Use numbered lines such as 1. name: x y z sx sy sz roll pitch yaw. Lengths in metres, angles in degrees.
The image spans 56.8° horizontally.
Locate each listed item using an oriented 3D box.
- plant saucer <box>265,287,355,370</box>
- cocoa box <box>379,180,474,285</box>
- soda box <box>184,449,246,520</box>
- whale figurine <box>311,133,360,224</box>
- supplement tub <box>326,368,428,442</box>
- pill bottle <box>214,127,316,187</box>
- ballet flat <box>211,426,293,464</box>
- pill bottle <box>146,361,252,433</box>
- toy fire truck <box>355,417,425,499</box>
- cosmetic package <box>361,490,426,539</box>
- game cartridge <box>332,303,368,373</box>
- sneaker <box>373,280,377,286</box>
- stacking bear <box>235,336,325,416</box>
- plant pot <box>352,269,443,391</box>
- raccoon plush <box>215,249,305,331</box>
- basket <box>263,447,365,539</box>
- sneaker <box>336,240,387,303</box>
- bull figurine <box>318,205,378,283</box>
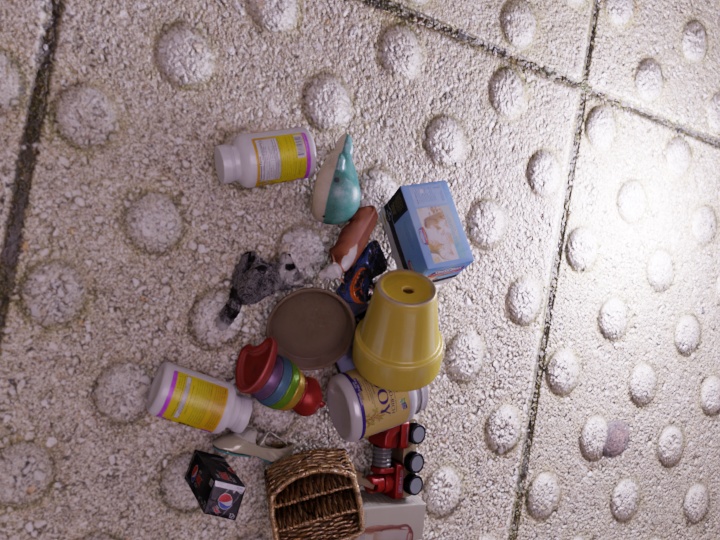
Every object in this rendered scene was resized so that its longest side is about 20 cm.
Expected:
1. plant saucer: -0.107 0.124 1.437 0.193 0.030 0.206 -4 117 -7
2. cocoa box: 0.146 -0.079 1.499 0.130 0.131 0.206 -9 72 -26
3. soda box: -0.287 0.417 1.309 0.069 0.199 0.065 21 84 -24
4. whale figurine: -0.039 -0.192 1.430 0.101 0.160 0.205 16 59 1
5. supplement tub: 0.037 0.277 1.464 0.195 0.144 0.150 -13 98 -26
6. pill bottle: -0.196 -0.230 1.368 0.195 0.104 0.108 -12 98 -25
7. ballet flat: -0.222 0.367 1.415 0.197 0.069 0.071 27 81 -34
8. pill bottle: -0.320 0.263 1.338 0.196 0.104 0.107 24 82 -24
9. toy fire truck: 0.035 0.427 1.527 0.195 0.127 0.183 3 91 -36
10. cosmetic package: 0.042 0.566 1.535 0.194 0.103 0.090 5 92 -24
11. game cartridge: -0.011 0.167 1.528 0.127 0.038 0.205 -26 103 -18
12. sneaker: 0.101 0.080 1.535 0.195 0.080 0.089 12 60 -25
13. stacking bear: -0.159 0.244 1.416 0.199 0.119 0.117 37 50 -35
14. plant pot: 0.087 0.114 1.400 0.195 0.201 0.194 -10 127 -25
15. raccoon plush: -0.211 0.047 1.415 0.132 0.097 0.202 25 110 -37
16. basket: -0.097 0.476 1.392 0.193 0.150 0.146 -10 126 -10
17. sneaker: 0.000 0.000 1.479 0.077 0.077 0.201 62 35 -22
18. bull figurine: -0.030 -0.055 1.457 0.065 0.121 0.202 40 76 -21
